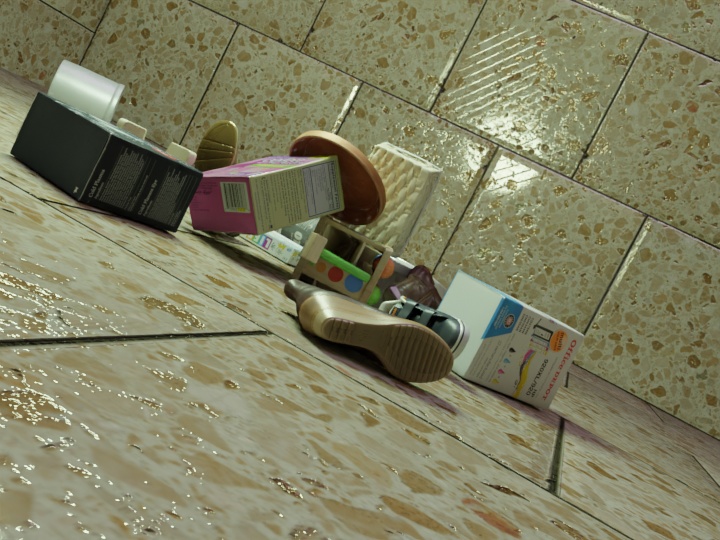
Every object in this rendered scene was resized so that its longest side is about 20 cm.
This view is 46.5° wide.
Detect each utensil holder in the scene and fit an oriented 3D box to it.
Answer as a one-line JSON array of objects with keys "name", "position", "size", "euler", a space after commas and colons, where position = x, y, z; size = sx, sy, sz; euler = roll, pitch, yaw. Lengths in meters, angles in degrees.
[{"name": "utensil holder", "position": [-0.880, -0.556, 2.678], "size": [0.200, 0.170, 0.170], "euler": [23, 5, -17]}]

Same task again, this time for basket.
[{"name": "basket", "position": [0.053, -0.133, 1.611], "size": [0.135, 0.200, 0.123], "euler": [27, 10, 6]}]

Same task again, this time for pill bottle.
[{"name": "pill bottle", "position": [-0.115, -0.081, 1.912], "size": [0.200, 0.113, 0.113], "euler": [30, 5, 43]}]

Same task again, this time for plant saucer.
[{"name": "plant saucer", "position": [-0.038, -0.166, 1.490], "size": [0.200, 0.032, 0.200], "euler": [29, -32, 20]}]

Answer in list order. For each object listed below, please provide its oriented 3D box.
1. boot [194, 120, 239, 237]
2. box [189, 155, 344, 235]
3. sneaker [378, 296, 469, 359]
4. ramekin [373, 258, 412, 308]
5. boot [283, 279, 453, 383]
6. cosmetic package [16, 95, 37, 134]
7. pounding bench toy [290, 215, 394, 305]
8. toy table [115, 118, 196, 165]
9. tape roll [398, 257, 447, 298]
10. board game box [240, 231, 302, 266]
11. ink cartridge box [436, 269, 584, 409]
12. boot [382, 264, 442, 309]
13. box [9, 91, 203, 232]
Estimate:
[{"name": "boot", "position": [-0.244, -0.165, 1.554], "size": [0.073, 0.200, 0.155], "euler": [7, -3, 15]}, {"name": "box", "position": [-0.161, -0.132, 1.424], "size": [0.176, 0.097, 0.200], "euler": [7, 19, 44]}, {"name": "sneaker", "position": [0.089, 0.090, 1.302], "size": [0.079, 0.078, 0.200], "euler": [31, -9, -23]}, {"name": "ramekin", "position": [0.000, 0.000, 1.683], "size": [0.200, 0.105, 0.200], "euler": [27, 3, -2]}, {"name": "boot", "position": [0.009, 0.067, 1.058], "size": [0.200, 0.072, 0.166], "euler": [22, 8, -22]}, {"name": "cosmetic package", "position": [-0.529, -0.251, 1.557], "size": [0.108, 0.085, 0.200], "euler": [28, 3, 5]}, {"name": "pounding bench toy", "position": [-0.024, -0.008, 1.463], "size": [0.156, 0.124, 0.200], "euler": [27, 4, 0]}, {"name": "toy table", "position": [-0.375, -0.183, 1.474], "size": [0.200, 0.117, 0.184], "euler": [27, 3, 18]}, {"name": "tape roll", "position": [0.108, 0.033, 2.003], "size": [0.202, 0.071, 0.202], "euler": [32, -6, 4]}, {"name": "board game box", "position": [-0.181, -0.058, 1.748], "size": [0.200, 0.034, 0.134], "euler": [29, 4, 30]}, {"name": "ink cartridge box", "position": [0.237, 0.118, 1.402], "size": [0.200, 0.147, 0.145], "euler": [24, 5, -32]}, {"name": "boot", "position": [0.116, 0.092, 1.548], "size": [0.187, 0.064, 0.200], "euler": [58, 22, -4]}, {"name": "box", "position": [-0.370, -0.157, 1.231], "size": [0.200, 0.104, 0.182], "euler": [29, 5, 34]}]
